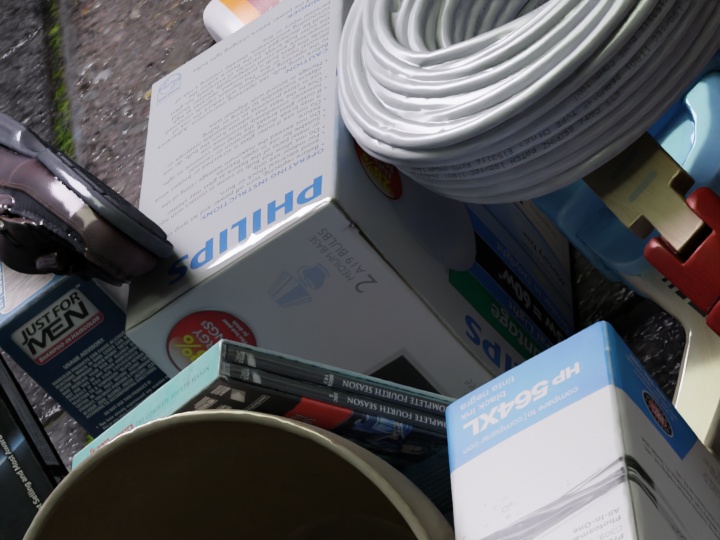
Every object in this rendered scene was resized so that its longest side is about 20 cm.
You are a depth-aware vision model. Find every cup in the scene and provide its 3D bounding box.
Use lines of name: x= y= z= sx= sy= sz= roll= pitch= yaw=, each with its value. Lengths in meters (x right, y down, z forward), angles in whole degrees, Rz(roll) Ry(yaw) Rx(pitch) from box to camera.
cup: x=-0.025 y=0.154 z=1.192 sx=0.200 sy=0.200 sz=0.143 roll=-30 pitch=-12 yaw=20

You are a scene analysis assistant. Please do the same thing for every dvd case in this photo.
dvd case: x=-0.005 y=0.086 z=1.256 sx=0.146 sy=0.200 sz=0.022 roll=-38 pitch=42 yaw=52

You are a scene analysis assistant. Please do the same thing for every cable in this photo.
cable: x=0.078 y=-0.117 z=1.286 sx=0.200 sy=0.069 sz=0.200 roll=8 pitch=59 yaw=52

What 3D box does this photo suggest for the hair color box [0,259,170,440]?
hair color box: x=-0.100 y=0.054 z=1.442 sx=0.061 sy=0.200 sz=0.100 roll=-35 pitch=29 yaw=11

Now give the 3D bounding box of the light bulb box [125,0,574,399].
light bulb box: x=0.000 y=0.000 z=1.398 sx=0.125 sy=0.198 sz=0.200 roll=-32 pitch=31 yaw=22

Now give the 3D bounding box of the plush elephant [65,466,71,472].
plush elephant: x=-0.173 y=0.163 z=1.442 sx=0.155 sy=0.200 sz=0.165 roll=-29 pitch=18 yaw=-16

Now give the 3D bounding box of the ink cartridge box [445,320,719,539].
ink cartridge box: x=0.106 y=0.141 z=1.125 sx=0.084 sy=0.146 sz=0.200 roll=-28 pitch=30 yaw=18

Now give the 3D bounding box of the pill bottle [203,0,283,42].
pill bottle: x=0.015 y=-0.175 z=1.712 sx=0.200 sy=0.113 sz=0.113 roll=-42 pitch=28 yaw=-3

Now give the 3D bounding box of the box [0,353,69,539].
box: x=-0.193 y=0.154 z=1.321 sx=0.164 sy=0.200 sz=0.086 roll=-30 pitch=-5 yaw=0

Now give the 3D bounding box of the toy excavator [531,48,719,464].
toy excavator: x=0.141 y=-0.014 z=1.313 sx=0.194 sy=0.100 sz=0.200 roll=-46 pitch=52 yaw=1

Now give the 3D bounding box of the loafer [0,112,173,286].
loafer: x=-0.143 y=-0.020 z=1.334 sx=0.063 sy=0.072 sz=0.200 roll=-53 pitch=27 yaw=-2

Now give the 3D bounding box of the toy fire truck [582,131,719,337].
toy fire truck: x=0.186 y=-0.035 z=1.220 sx=0.176 sy=0.200 sz=0.129 roll=-47 pitch=-8 yaw=-9
